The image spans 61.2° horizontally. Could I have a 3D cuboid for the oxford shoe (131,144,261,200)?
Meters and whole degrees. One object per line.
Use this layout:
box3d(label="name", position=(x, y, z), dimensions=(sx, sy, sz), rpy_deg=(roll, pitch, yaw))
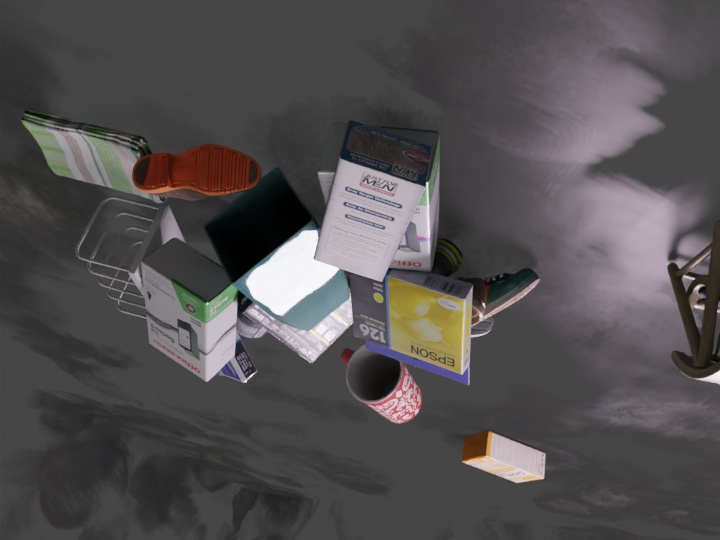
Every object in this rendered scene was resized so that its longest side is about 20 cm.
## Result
box3d(label="oxford shoe", position=(-0.233, -0.140, 0.901), dimensions=(0.194, 0.074, 0.073), rpy_deg=(3, 171, 12))

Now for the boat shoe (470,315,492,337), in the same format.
box3d(label="boat shoe", position=(0.137, 0.069, 1.082), dimensions=(0.195, 0.076, 0.067), rpy_deg=(15, 176, 7))

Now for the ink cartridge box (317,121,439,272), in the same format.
box3d(label="ink cartridge box", position=(0.033, -0.092, 0.824), dimensions=(0.141, 0.089, 0.202), rpy_deg=(7, 150, 12))

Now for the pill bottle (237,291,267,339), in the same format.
box3d(label="pill bottle", position=(-0.203, 0.069, 1.181), dimensions=(0.104, 0.109, 0.200), rpy_deg=(23, 150, -16))

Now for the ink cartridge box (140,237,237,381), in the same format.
box3d(label="ink cartridge box", position=(-0.289, 0.071, 1.040), dimensions=(0.144, 0.084, 0.203), rpy_deg=(28, 134, 17))

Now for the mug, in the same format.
box3d(label="mug", position=(0.055, 0.244, 1.376), dimensions=(0.132, 0.180, 0.201), rpy_deg=(-31, 143, 4))

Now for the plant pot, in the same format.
box3d(label="plant pot", position=(-0.107, -0.010, 0.910), dimensions=(0.140, 0.142, 0.201), rpy_deg=(-36, 137, -2))

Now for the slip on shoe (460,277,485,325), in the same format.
box3d(label="slip on shoe", position=(0.120, 0.062, 0.970), dimensions=(0.075, 0.062, 0.199), rpy_deg=(35, 144, -20))

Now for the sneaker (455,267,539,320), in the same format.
box3d(label="sneaker", position=(0.190, 0.037, 0.985), dimensions=(0.198, 0.081, 0.071), rpy_deg=(-33, 165, 26))

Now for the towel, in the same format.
box3d(label="towel", position=(-0.413, -0.171, 0.954), dimensions=(0.194, 0.031, 0.150), rpy_deg=(13, 149, 4))

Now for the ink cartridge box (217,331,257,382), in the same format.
box3d(label="ink cartridge box", position=(-0.292, 0.121, 1.216), dimensions=(0.199, 0.043, 0.202), rpy_deg=(-10, 109, 62))

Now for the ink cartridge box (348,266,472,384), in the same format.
box3d(label="ink cartridge box", position=(0.075, 0.085, 0.935), dimensions=(0.193, 0.047, 0.204), rpy_deg=(15, 128, 27))

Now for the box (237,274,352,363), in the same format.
box3d(label="box", position=(-0.095, 0.055, 1.071), dimensions=(0.161, 0.049, 0.200), rpy_deg=(-43, 131, 5))

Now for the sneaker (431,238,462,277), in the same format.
box3d(label="sneaker", position=(0.073, 0.016, 0.975), dimensions=(0.074, 0.081, 0.199), rpy_deg=(49, 139, -5))

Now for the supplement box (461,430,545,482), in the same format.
box3d(label="supplement box", position=(0.399, 0.523, 1.697), dimensions=(0.196, 0.075, 0.126), rpy_deg=(24, 150, -15))

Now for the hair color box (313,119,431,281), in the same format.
box3d(label="hair color box", position=(0.009, -0.074, 0.721), dimensions=(0.097, 0.062, 0.201), rpy_deg=(17, 148, -4))

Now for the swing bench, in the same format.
box3d(label="swing bench", position=(0.513, 0.073, 0.764), dimensions=(0.193, 0.204, 0.131), rpy_deg=(14, 151, 1))

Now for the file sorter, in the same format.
box3d(label="file sorter", position=(-0.400, -0.016, 1.101), dimensions=(0.121, 0.142, 0.202), rpy_deg=(13, 150, 8))
